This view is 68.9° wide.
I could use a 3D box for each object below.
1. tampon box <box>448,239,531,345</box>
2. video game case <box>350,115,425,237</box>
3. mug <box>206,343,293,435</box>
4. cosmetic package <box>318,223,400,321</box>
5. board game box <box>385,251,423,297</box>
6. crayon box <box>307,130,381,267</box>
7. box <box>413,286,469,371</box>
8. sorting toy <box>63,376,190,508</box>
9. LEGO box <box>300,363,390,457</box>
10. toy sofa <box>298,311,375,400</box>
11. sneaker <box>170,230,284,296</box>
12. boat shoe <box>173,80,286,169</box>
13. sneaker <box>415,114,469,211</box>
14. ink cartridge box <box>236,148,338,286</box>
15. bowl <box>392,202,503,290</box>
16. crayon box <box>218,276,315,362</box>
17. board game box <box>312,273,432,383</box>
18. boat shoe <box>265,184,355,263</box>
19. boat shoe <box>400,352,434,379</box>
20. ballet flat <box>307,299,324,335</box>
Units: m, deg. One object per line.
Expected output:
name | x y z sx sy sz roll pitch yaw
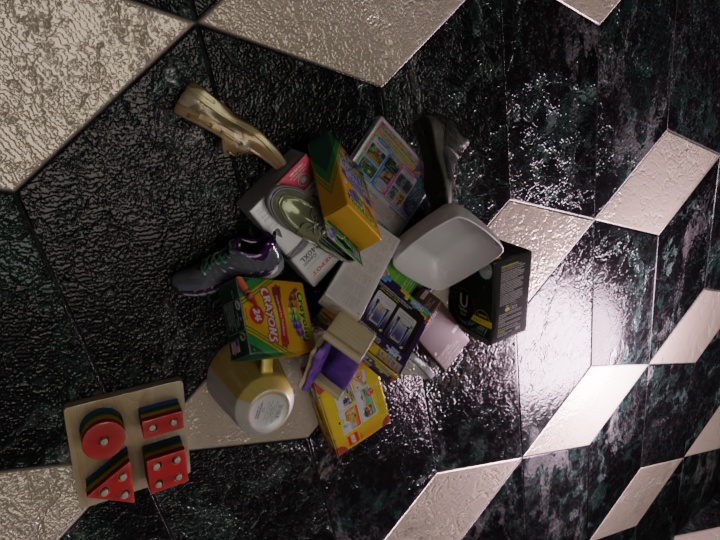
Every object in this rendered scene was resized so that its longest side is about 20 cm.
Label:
tampon box | 0.302 0.042 1.240 0.123 0.149 0.206 -14 114 -28
video game case | 0.050 -0.177 1.081 0.199 0.024 0.184 38 84 -35
mug | -0.202 0.210 0.972 0.148 0.152 0.190 -32 120 -18
cosmetic package | 0.000 0.000 1.015 0.082 0.051 0.202 33 57 -5
board game box | 0.092 0.039 1.179 0.095 0.030 0.203 -38 121 -17
crayon box | -0.025 -0.124 0.906 0.051 0.204 0.125 -25 146 18
box | 0.170 0.138 1.214 0.101 0.075 0.200 -49 134 -6
sorting toy | -0.403 0.317 0.931 0.194 0.069 0.206 -9 111 -30
LEGO box | -0.029 0.277 1.152 0.146 0.077 0.205 -26 118 -22
toy sofa | -0.047 0.175 0.977 0.098 0.082 0.202 -53 172 -35
sneaker | -0.231 -0.021 0.894 0.194 0.075 0.089 -14 136 -10
boat shoe | -0.212 -0.224 0.872 0.198 0.071 0.065 35 92 -26
sneaker | 0.183 -0.224 1.098 0.112 0.075 0.206 -14 97 -33
ink cartridge box | -0.107 -0.094 0.970 0.146 0.083 0.201 -46 124 -11
bowl | 0.176 -0.056 1.105 0.198 0.076 0.198 -35 139 29
crayon box | -0.147 0.084 0.915 0.198 0.050 0.130 7 64 -57
board game box | 0.028 0.094 1.050 0.199 0.057 0.166 40 58 -5
boat shoe | -0.075 -0.080 0.905 0.198 0.062 0.073 33 88 -35
boat shoe | 0.095 0.209 1.215 0.199 0.072 0.066 40 89 -35
ballet flat | -0.101 0.099 1.062 0.196 0.072 0.074 -2 108 -32
